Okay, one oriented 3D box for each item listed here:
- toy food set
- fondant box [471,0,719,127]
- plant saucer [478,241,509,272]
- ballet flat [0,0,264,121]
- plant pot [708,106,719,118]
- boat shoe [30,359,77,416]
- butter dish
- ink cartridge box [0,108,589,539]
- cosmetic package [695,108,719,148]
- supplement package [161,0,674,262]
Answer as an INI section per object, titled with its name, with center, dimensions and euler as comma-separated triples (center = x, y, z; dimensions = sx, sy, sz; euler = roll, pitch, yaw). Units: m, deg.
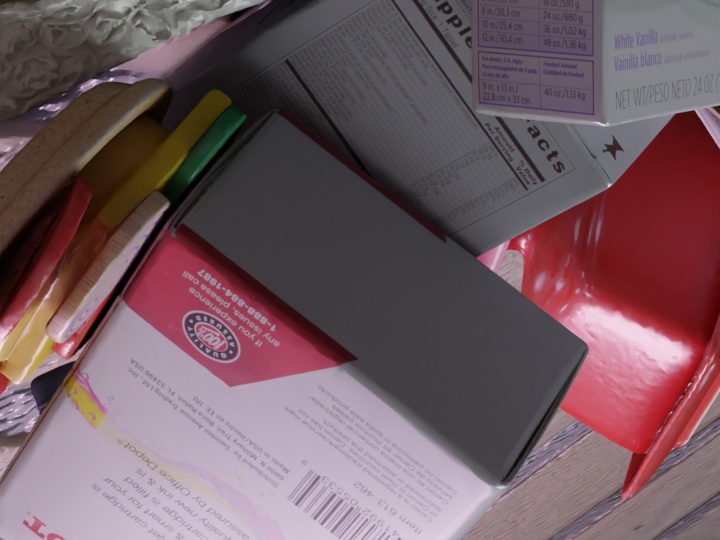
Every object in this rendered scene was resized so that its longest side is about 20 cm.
[toy food set]
center = -0.121, 0.016, 0.956
dimensions = 0.200, 0.049, 0.198
euler = -50, 178, -43
[fondant box]
center = 0.102, -0.155, 0.910
dimensions = 0.058, 0.201, 0.144
euler = 8, -166, 42
[plant saucer]
center = 0.000, 0.000, 1.317
dimensions = 0.200, 0.051, 0.201
euler = -44, 153, -29
[ballet flat]
center = -0.065, -0.116, 0.951
dimensions = 0.200, 0.072, 0.072
euler = -30, 164, -12
[plant pot]
center = 0.211, -0.169, 1.119
dimensions = 0.200, 0.186, 0.186
euler = -43, 166, -11
[boat shoe]
center = -0.094, 0.043, 1.354
dimensions = 0.074, 0.062, 0.200
euler = -28, -177, 33
[butter dish]
center = 0.138, -0.009, 1.493
dimensions = 0.200, 0.147, 0.200
euler = 107, 3, -62
[ink cartridge box]
center = -0.034, 0.061, 1.017
dimensions = 0.083, 0.146, 0.200
euler = -53, -179, -44
[cosmetic package]
center = 0.291, -0.091, 1.323
dimensions = 0.167, 0.167, 0.200
euler = 27, 115, -37
[supplement package]
center = 0.016, -0.063, 1.030
dimensions = 0.200, 0.114, 0.110
euler = -27, -167, 42
